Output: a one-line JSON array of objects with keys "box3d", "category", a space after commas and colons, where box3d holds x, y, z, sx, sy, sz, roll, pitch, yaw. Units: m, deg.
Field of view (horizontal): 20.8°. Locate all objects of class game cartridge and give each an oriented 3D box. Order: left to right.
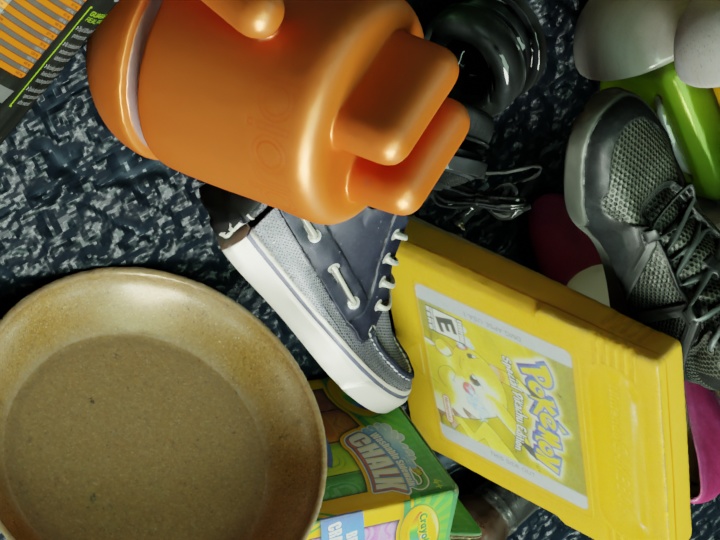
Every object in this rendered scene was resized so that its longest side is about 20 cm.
[{"box3d": [0.102, 0.074, 1.145, 0.032, 0.199, 0.177, -39, 137, -29], "category": "game cartridge"}]

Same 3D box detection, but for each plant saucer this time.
[{"box3d": [-0.116, 0.094, 1.047, 0.199, 0.201, 0.035, -6, 153, -28], "category": "plant saucer"}]

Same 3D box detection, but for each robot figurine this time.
[{"box3d": [-0.048, -0.095, 0.937, 0.144, 0.199, 0.118, -3, 111, -63], "category": "robot figurine"}]

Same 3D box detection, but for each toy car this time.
[{"box3d": [0.228, -0.100, 1.108, 0.150, 0.199, 0.176, -38, 116, -24], "category": "toy car"}]

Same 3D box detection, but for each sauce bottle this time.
[{"box3d": [0.046, 0.192, 1.269, 0.200, 0.065, 0.065, -39, 136, -24], "category": "sauce bottle"}]

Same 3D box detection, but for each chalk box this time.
[{"box3d": [-0.023, 0.149, 1.173, 0.199, 0.125, 0.125, -10, 128, -27], "category": "chalk box"}]

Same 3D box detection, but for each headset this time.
[{"box3d": [0.041, -0.094, 1.061, 0.124, 0.093, 0.200, -60, 138, -23], "category": "headset"}]

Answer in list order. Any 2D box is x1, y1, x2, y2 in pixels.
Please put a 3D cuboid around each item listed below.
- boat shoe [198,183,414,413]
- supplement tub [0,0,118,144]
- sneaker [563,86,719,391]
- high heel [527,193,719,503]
[{"box3d": [0.000, 0.000, 1.105, 0.092, 0.075, 0.200, -33, 134, 10], "category": "boat shoe"}, {"box3d": [-0.180, -0.128, 0.873, 0.200, 0.123, 0.122, -49, 133, 8], "category": "supplement tub"}, {"box3d": [0.177, -0.010, 1.051, 0.076, 0.114, 0.200, -42, 131, -24], "category": "sneaker"}, {"box3d": [0.156, 0.046, 1.164, 0.067, 0.096, 0.201, -29, 93, 23], "category": "high heel"}]
